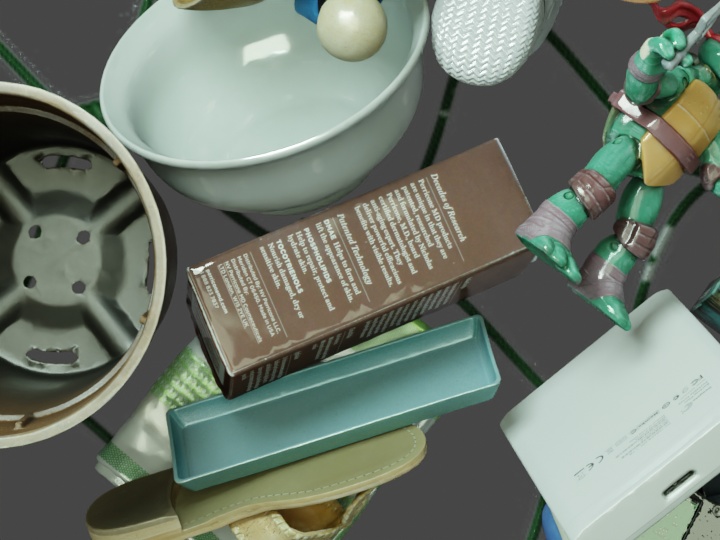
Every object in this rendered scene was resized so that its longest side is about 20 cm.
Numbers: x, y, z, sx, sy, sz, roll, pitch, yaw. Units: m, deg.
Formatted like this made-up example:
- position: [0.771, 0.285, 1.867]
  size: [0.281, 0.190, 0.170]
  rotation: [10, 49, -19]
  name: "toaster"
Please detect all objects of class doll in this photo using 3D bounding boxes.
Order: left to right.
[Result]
- position: [0.013, -0.194, 1.566]
  size: [0.048, 0.201, 0.136]
  rotation: [38, 135, -19]
  name: "doll"

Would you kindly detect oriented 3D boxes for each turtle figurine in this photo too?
- position: [0.180, -0.071, 1.558]
  size: [0.150, 0.101, 0.200]
  rotation: [39, 90, -27]
  name: "turtle figurine"

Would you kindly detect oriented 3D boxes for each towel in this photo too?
- position: [-0.046, 0.089, 1.665]
  size: [0.149, 0.031, 0.200]
  rotation: [40, 92, 3]
  name: "towel"

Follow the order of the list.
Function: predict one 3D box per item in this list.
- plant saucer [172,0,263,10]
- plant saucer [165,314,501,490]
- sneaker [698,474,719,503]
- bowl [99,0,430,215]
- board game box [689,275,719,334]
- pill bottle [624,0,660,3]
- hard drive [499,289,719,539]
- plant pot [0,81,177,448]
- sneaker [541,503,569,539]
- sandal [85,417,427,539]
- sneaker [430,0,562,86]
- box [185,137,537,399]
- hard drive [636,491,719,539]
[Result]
- position: [-0.032, -0.221, 1.591]
  size: [0.035, 0.200, 0.200]
  rotation: [38, 93, -17]
  name: "plant saucer"
- position: [-0.016, 0.080, 1.626]
  size: [0.199, 0.070, 0.019]
  rotation: [-18, 126, 3]
  name: "plant saucer"
- position: [0.210, 0.176, 1.622]
  size: [0.078, 0.079, 0.201]
  rotation: [-28, 86, 4]
  name: "sneaker"
- position: [-0.045, -0.097, 1.612]
  size: [0.200, 0.202, 0.091]
  rotation: [-19, 130, 4]
  name: "bowl"
- position: [0.284, 0.067, 1.587]
  size: [0.200, 0.135, 0.028]
  rotation: [37, 84, 4]
  name: "board game box"
- position: [0.178, -0.245, 1.519]
  size: [0.106, 0.106, 0.201]
  rotation: [26, 66, 4]
  name: "pill bottle"
- position: [0.155, 0.086, 1.567]
  size: [0.132, 0.200, 0.027]
  rotation: [-39, 108, 3]
  name: "hard drive"
- position: [-0.195, -0.004, 1.590]
  size: [0.199, 0.198, 0.202]
  rotation: [0, 91, 5]
  name: "plant pot"
- position: [0.110, 0.238, 1.629]
  size: [0.111, 0.077, 0.201]
  rotation: [-17, 83, 10]
  name: "sneaker"
- position: [-0.053, 0.147, 1.631]
  size: [0.211, 0.078, 0.070]
  rotation: [-14, 118, 10]
  name: "sandal"
- position: [0.093, -0.205, 1.611]
  size: [0.075, 0.115, 0.201]
  rotation: [18, 93, 4]
  name: "sneaker"
- position: [0.000, 0.000, 1.606]
  size: [0.199, 0.100, 0.075]
  rotation: [-21, 81, -8]
  name: "box"
- position: [0.211, 0.214, 1.561]
  size: [0.199, 0.038, 0.140]
  rotation: [26, 88, 5]
  name: "hard drive"
